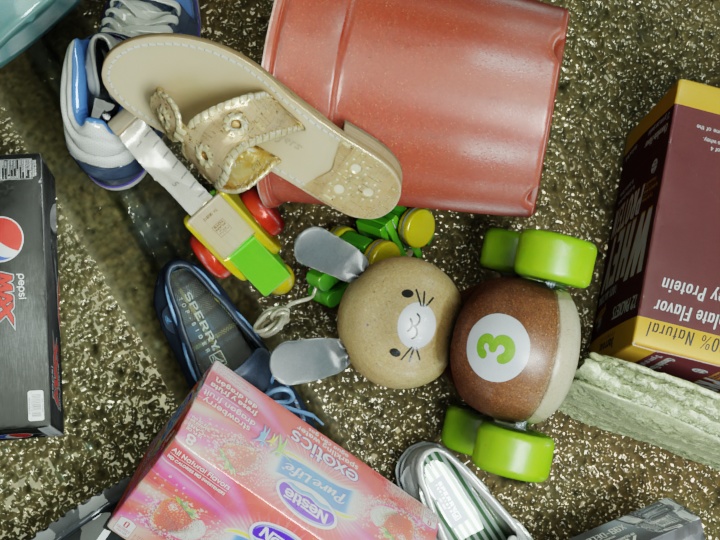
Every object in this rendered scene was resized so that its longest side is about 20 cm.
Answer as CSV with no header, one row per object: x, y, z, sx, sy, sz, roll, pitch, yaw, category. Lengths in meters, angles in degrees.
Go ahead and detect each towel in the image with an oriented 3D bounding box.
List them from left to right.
0.226,0.109,0.945,0.198,0.148,0.037,19,79,-4,towel

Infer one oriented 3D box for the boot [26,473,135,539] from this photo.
-0.164,0.265,0.914,0.164,0.066,0.201,-33,84,-15,boot

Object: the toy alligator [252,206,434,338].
0.000,0.000,0.986,0.200,0.059,0.055,-43,128,-23,toy alligator

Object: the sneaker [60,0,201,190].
-0.167,-0.165,0.961,0.080,0.147,0.203,14,78,-2,sneaker

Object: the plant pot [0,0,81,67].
-0.295,-0.253,0.955,0.200,0.200,0.188,-43,100,-12,plant pot

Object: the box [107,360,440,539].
-0.056,0.172,0.893,0.199,0.095,0.103,36,120,-8,box

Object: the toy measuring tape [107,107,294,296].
-0.115,-0.054,0.956,0.074,0.073,0.200,-50,122,-13,toy measuring tape

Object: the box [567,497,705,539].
0.161,0.272,0.918,0.198,0.050,0.160,-19,104,-13,box

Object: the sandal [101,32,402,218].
-0.068,-0.078,0.823,0.210,0.078,0.070,24,37,-14,sandal

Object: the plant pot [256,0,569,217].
0.043,-0.127,0.931,0.193,0.201,0.203,11,77,7,plant pot

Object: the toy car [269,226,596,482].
0.041,0.040,0.910,0.198,0.158,0.166,13,90,-12,toy car

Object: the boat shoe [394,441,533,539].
0.093,0.214,0.947,0.073,0.067,0.200,-40,86,-12,boat shoe

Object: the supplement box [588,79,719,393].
0.293,-0.006,0.980,0.195,0.133,0.202,14,77,-3,supplement box

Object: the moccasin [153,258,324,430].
-0.097,0.082,0.957,0.080,0.068,0.201,-37,84,-11,moccasin

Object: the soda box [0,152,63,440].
-0.255,0.020,0.953,0.062,0.071,0.203,-3,78,-5,soda box
